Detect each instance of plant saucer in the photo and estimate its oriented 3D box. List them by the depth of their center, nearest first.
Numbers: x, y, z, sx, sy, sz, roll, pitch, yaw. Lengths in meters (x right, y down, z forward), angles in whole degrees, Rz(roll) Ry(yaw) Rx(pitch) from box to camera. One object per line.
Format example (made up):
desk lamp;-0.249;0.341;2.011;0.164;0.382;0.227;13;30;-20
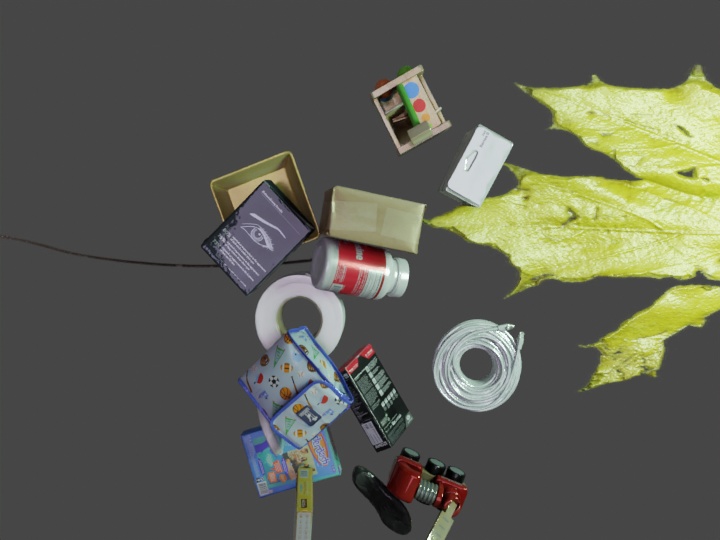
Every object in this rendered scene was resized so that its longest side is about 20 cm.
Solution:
plant saucer;-0.208;-0.136;1.650;0.197;0.048;0.203;-20;94;5

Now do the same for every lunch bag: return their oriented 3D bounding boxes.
lunch bag;-0.131;0.248;1.560;0.170;0.124;0.201;-42;80;15

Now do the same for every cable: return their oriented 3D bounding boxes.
cable;0.258;0.209;1.653;0.196;0.069;0.204;4;96;3

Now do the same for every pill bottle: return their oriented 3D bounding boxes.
pill bottle;0.000;0.000;1.601;0.197;0.112;0.114;11;96;-21

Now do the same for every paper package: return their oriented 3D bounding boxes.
paper package;0.019;-0.106;1.558;0.196;0.191;0.106;10;92;-10

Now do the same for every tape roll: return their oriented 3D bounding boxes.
tape roll;-0.133;0.105;1.659;0.198;0.071;0.207;0;95;3

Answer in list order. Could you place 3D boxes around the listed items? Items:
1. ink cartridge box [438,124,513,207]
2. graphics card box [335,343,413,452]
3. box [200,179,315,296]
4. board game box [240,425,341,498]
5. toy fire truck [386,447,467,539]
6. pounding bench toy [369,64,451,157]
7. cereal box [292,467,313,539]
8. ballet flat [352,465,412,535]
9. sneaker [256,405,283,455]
ink cartridge box;0.234;-0.212;1.546;0.083;0.200;0.148;27;96;-1
graphics card box;0.029;0.280;1.640;0.050;0.125;0.202;-29;95;34
box;-0.214;-0.070;1.581;0.200;0.104;0.148;-43;92;5
board game box;-0.157;0.416;1.702;0.196;0.045;0.155;-16;94;4
toy fire truck;0.142;0.500;1.619;0.173;0.200;0.131;22;96;0
pounding bench toy;0.099;-0.338;1.541;0.123;0.200;0.158;-27;95;5
cereal box;-0.128;0.562;1.640;0.039;0.144;0.204;2;114;-5
ballet flat;0.054;0.524;1.707;0.066;0.057;0.201;-36;100;6
sneaker;-0.186;0.303;1.655;0.080;0.074;0.203;-15;73;-1
